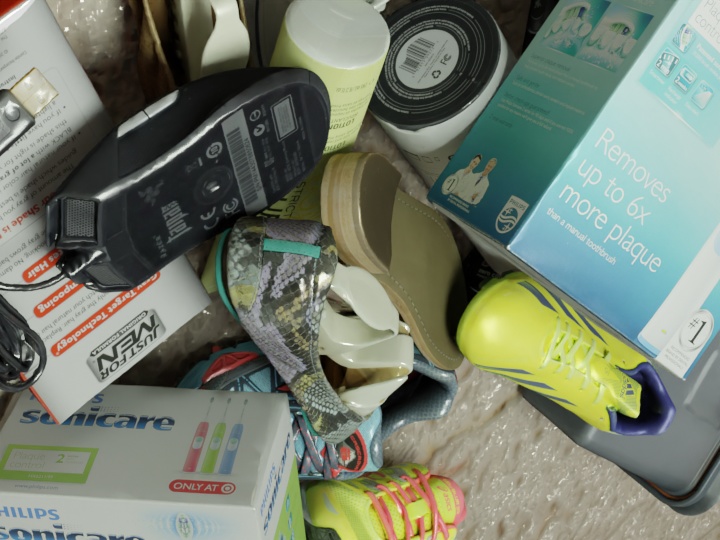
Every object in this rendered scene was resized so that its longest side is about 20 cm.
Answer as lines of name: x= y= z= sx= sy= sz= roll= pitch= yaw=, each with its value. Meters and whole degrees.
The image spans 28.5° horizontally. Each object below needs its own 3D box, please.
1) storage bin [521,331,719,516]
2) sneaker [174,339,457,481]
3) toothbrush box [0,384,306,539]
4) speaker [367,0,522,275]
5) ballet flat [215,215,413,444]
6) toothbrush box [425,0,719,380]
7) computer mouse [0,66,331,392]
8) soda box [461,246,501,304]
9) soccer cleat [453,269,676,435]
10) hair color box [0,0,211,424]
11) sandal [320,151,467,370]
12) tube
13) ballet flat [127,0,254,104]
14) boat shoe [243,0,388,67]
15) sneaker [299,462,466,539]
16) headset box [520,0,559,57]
storage bin: x=0.217 y=0.061 z=1.001 sx=0.134 sy=0.146 sz=0.201 roll=21 pitch=103 yaw=-37
sneaker: x=-0.029 y=0.081 z=0.813 sx=0.199 sy=0.095 sz=0.080 roll=-26 pitch=132 yaw=-27
toothbrush box: x=-0.106 y=0.161 z=0.753 sx=0.145 sy=0.086 sz=0.201 roll=3 pitch=126 yaw=8
speaker: x=0.072 y=-0.066 z=0.797 sx=0.081 sy=0.081 sz=0.200 roll=-49 pitch=145 yaw=-3
ballet flat: x=-0.010 y=0.036 z=0.695 sx=0.072 sy=0.072 sz=0.200 roll=-44 pitch=152 yaw=-9
toothbrush box: x=0.153 y=-0.071 z=0.706 sx=0.146 sy=0.085 sz=0.200 roll=34 pitch=91 yaw=-34
computer mouse: x=-0.107 y=-0.049 z=0.598 sx=0.200 sy=0.046 sz=0.141 roll=-38 pitch=145 yaw=-13
soda box: x=0.140 y=-0.027 z=0.914 sx=0.200 sy=0.063 sz=0.071 roll=-50 pitch=138 yaw=-4
soccer cleat: x=0.129 y=0.054 z=0.846 sx=0.200 sy=0.084 sz=0.065 roll=27 pitch=98 yaw=-51
hair color box: x=-0.155 y=-0.032 z=0.648 sx=0.101 sy=0.061 sz=0.201 roll=-39 pitch=136 yaw=-16
sandal: x=0.001 y=-0.005 z=0.765 sx=0.212 sy=0.069 sz=0.078 roll=50 pitch=44 yaw=-61
tube: x=-0.033 y=-0.053 z=0.722 sx=0.200 sy=0.058 sz=0.052 roll=114 pitch=-7 yaw=-51
ballet flat: x=-0.079 y=-0.140 z=0.633 sx=0.068 sy=0.072 sz=0.201 roll=-24 pitch=131 yaw=-24
boat shoe: x=-0.012 y=-0.155 z=0.686 sx=0.073 sy=0.065 sz=0.201 roll=-18 pitch=130 yaw=-33
sneaker: x=0.017 y=0.149 z=0.863 sx=0.090 sy=0.079 sz=0.200 roll=-24 pitch=172 yaw=10
headset box: x=0.195 y=-0.168 z=0.795 sx=0.173 sy=0.093 sz=0.201 roll=1 pitch=107 yaw=-26
